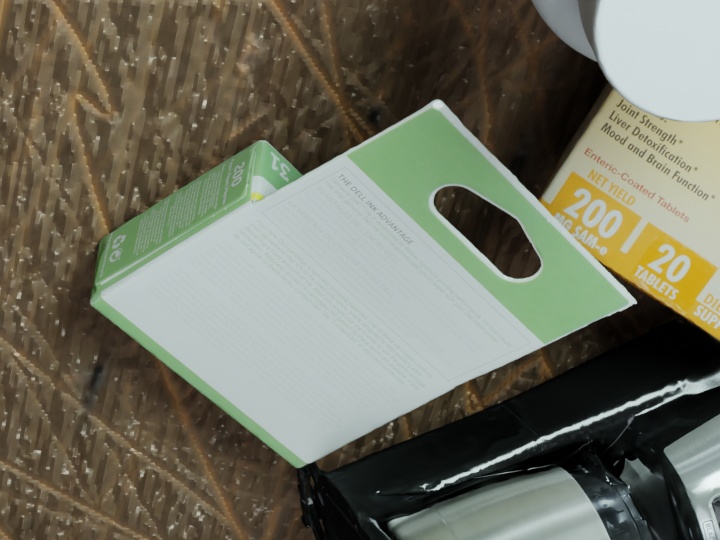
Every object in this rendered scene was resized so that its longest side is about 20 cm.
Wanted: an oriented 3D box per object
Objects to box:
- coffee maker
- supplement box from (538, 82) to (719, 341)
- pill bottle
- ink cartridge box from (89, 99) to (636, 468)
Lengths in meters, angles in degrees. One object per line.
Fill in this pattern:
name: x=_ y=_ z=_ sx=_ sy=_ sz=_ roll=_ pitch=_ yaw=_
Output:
coffee maker: x=0.089 y=0.105 z=0.969 sx=0.199 sy=0.192 sz=0.135 roll=-22 pitch=135 yaw=-13
supplement box: x=0.176 y=-0.075 z=0.858 sx=0.126 sy=0.074 sz=0.201 roll=32 pitch=118 yaw=2
pill bottle: x=0.104 y=-0.141 z=0.748 sx=0.110 sy=0.201 sz=0.112 roll=-4 pitch=127 yaw=-5
ink cartridge box: x=0.000 y=0.000 z=0.909 sx=0.199 sy=0.048 sz=0.145 roll=-29 pitch=125 yaw=28
